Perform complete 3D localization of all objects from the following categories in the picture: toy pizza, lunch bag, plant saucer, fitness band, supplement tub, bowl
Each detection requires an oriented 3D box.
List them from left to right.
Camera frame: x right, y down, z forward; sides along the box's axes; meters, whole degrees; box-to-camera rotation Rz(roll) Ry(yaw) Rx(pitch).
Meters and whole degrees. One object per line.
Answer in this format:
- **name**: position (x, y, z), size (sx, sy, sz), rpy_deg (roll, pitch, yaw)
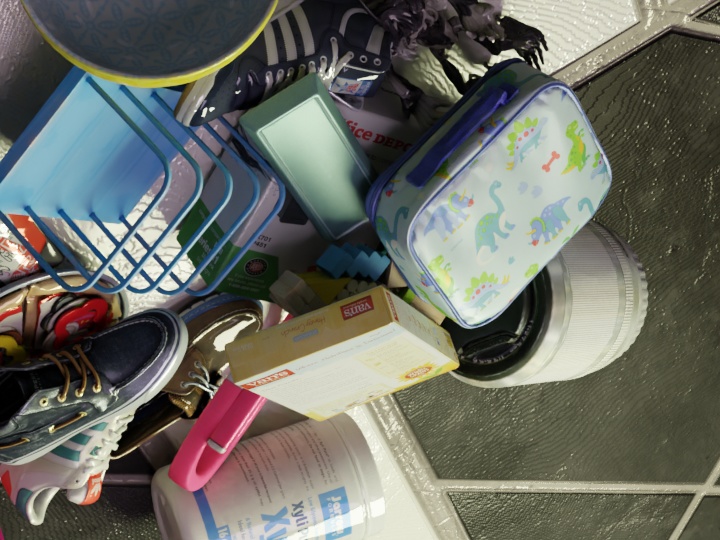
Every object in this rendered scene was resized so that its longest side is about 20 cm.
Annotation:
- **toy pizza**: position (-0.282, 0.075, 1.488), size (0.200, 0.032, 0.200), rpy_deg (-28, 153, -16)
- **bowl**: position (-0.153, -0.219, 1.292), size (0.200, 0.201, 0.108), rpy_deg (-26, 172, -10)
- **fitness band**: position (-0.103, 0.114, 1.590), size (0.200, 0.037, 0.144), rpy_deg (-54, 176, -6)
- **supplement tub**: position (-0.090, 0.224, 1.694), size (0.199, 0.132, 0.132), rpy_deg (-17, 132, -17)
- **plant saucer**: position (-0.031, -0.084, 1.407), size (0.070, 0.019, 0.200), rpy_deg (-31, 149, 2)
- **lunch bag**: position (0.108, -0.067, 1.460), size (0.200, 0.082, 0.161), rpy_deg (-46, 134, -9)

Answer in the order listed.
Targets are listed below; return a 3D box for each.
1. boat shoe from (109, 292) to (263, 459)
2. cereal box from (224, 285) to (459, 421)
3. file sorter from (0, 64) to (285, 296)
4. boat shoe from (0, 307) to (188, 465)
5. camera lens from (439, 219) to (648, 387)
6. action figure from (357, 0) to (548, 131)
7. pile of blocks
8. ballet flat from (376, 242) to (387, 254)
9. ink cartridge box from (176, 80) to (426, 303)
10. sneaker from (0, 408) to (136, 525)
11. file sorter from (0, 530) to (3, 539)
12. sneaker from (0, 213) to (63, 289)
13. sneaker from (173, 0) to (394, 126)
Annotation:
- **boat shoe**: position (-0.161, 0.101, 1.592), size (0.200, 0.072, 0.072), rpy_deg (-39, 136, 5)
- **cereal box**: position (-0.011, 0.073, 1.481), size (0.144, 0.040, 0.200), rpy_deg (-21, 160, 13)
- **file sorter**: position (-0.170, -0.060, 1.367), size (0.139, 0.123, 0.200), rpy_deg (-49, 162, 15)
- **boat shoe**: position (-0.238, 0.092, 1.448), size (0.200, 0.071, 0.091), rpy_deg (-34, 158, 3)
- **camera lens**: position (0.158, 0.025, 1.627), size (0.200, 0.160, 0.160), rpy_deg (0, 128, -54)
- **action figure**: position (0.072, -0.186, 1.477), size (0.200, 0.102, 0.119), rpy_deg (9, 123, -39)
- **pile of blocks**: position (0.000, 0.000, 1.503), size (0.200, 0.062, 0.082), rpy_deg (-1, 110, -40)
- **ballet flat**: position (0.023, -0.034, 1.595), size (0.069, 0.069, 0.200), rpy_deg (30, 93, -43)
- **ink cartridge box**: position (-0.044, -0.073, 1.512), size (0.146, 0.083, 0.200), rpy_deg (13, 117, -38)
- **sneaker**: position (-0.232, 0.150, 1.533), size (0.200, 0.094, 0.070), rpy_deg (-32, 164, 18)
- **file sorter**: position (-0.408, 0.217, 1.498), size (0.125, 0.139, 0.200), rpy_deg (-33, 135, 2)
- **sneaker**: position (-0.324, -0.042, 1.384), size (0.108, 0.067, 0.202), rpy_deg (-35, 138, -4)
- **sneaker**: position (-0.051, -0.153, 1.367), size (0.200, 0.108, 0.070), rpy_deg (-47, 178, -36)
